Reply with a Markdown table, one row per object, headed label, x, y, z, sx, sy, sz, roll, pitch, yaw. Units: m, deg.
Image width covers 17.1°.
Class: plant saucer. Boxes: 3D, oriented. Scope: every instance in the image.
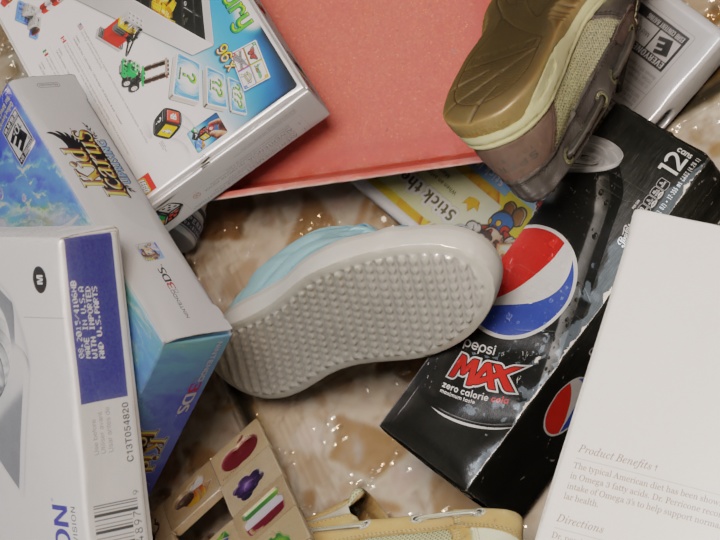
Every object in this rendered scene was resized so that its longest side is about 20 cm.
| label | x | y | z | sx | sy | sz | roll | pitch | yaw |
| --- | --- | --- | --- | --- | --- | --- | --- | --- | --- |
| plant saucer | -0.006 | -0.131 | 1.273 | 0.199 | 0.037 | 0.201 | -7 | 66 | 23 |

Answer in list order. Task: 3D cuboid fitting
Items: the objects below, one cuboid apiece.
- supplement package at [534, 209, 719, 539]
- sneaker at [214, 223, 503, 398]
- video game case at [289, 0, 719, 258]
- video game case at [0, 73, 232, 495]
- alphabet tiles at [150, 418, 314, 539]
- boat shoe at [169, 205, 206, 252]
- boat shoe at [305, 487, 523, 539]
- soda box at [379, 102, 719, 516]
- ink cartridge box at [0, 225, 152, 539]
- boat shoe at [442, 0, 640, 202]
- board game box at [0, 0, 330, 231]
| label | x | y | z | sx | sy | sz | roll | pitch | yaw |
| --- | --- | --- | --- | --- | --- | --- | --- | --- | --- |
| supplement package | 0.166 | 0.090 | 1.098 | 0.117 | 0.117 | 0.201 | 13 | 77 | 28 |
| sneaker | 0.000 | 0.000 | 1.195 | 0.200 | 0.074 | 0.082 | -18 | 36 | 45 |
| video game case | 0.066 | -0.106 | 1.269 | 0.200 | 0.023 | 0.182 | 41 | 90 | 29 |
| video game case | -0.157 | 0.033 | 1.237 | 0.182 | 0.045 | 0.200 | 55 | 136 | 29 |
| alphabet tiles | -0.107 | 0.174 | 1.166 | 0.200 | 0.008 | 0.167 | -42 | 25 | 5 |
| boat shoe | -0.173 | -0.060 | 1.329 | 0.199 | 0.072 | 0.066 | 8 | 69 | 26 |
| boat shoe | -0.007 | 0.145 | 1.182 | 0.199 | 0.072 | 0.076 | -1 | 57 | 28 |
| soda box | 0.101 | 0.022 | 1.177 | 0.063 | 0.071 | 0.200 | 34 | 87 | 33 |
| ink cartridge box | -0.178 | 0.077 | 1.202 | 0.200 | 0.040 | 0.201 | -1 | 97 | 53 |
| boat shoe | 0.098 | -0.105 | 1.178 | 0.073 | 0.065 | 0.200 | -8 | 31 | 36 |
| board game box | -0.115 | -0.122 | 1.279 | 0.126 | 0.035 | 0.200 | -35 | 59 | 6 |
